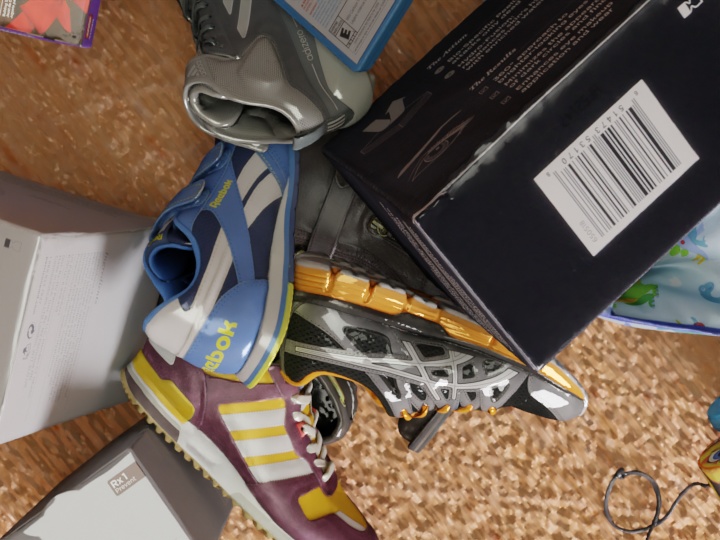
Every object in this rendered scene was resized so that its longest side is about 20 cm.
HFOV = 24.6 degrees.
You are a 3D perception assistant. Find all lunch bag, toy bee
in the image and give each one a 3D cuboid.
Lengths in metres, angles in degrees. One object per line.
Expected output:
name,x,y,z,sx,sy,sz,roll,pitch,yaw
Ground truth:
lunch bag,0.212,-0.020,1.001,0.197,0.170,0.129,-12,98,1
toy bee,0.262,0.120,1.050,0.130,0.109,0.201,34,95,-6

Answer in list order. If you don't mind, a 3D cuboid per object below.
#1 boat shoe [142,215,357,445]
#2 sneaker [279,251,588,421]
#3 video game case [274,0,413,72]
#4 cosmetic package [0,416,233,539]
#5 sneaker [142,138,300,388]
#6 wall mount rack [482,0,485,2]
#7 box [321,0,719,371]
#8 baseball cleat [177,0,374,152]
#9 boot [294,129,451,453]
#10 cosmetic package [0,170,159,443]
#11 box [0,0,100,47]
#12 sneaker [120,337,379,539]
boat shoe,-0.083,0.037,1.062,0.200,0.061,0.072,39,95,-4
sneaker,0.041,0.055,0.984,0.198,0.078,0.078,20,94,-10
video game case,-0.033,-0.231,0.937,0.200,0.018,0.144,43,118,17
cosmetic package,-0.143,0.152,1.005,0.106,0.200,0.091,-35,95,5
sneaker,-0.083,-0.030,0.974,0.081,0.202,0.074,13,141,-16
wall mount rack,0.122,-0.263,1.022,0.171,0.075,0.203,-6,97,1
box,0.104,-0.075,0.921,0.196,0.200,0.118,-42,111,-2
baseball cleat,-0.082,-0.144,0.989,0.106,0.070,0.200,-31,53,-29
boot,0.000,0.000,1.062,0.172,0.069,0.203,16,89,1
cosmetic package,-0.243,0.005,0.969,0.197,0.200,0.125,18,98,13
box,-0.194,-0.234,0.894,0.135,0.039,0.203,12,96,-2
sneaker,-0.048,0.100,1.004,0.200,0.075,0.090,42,97,-9
